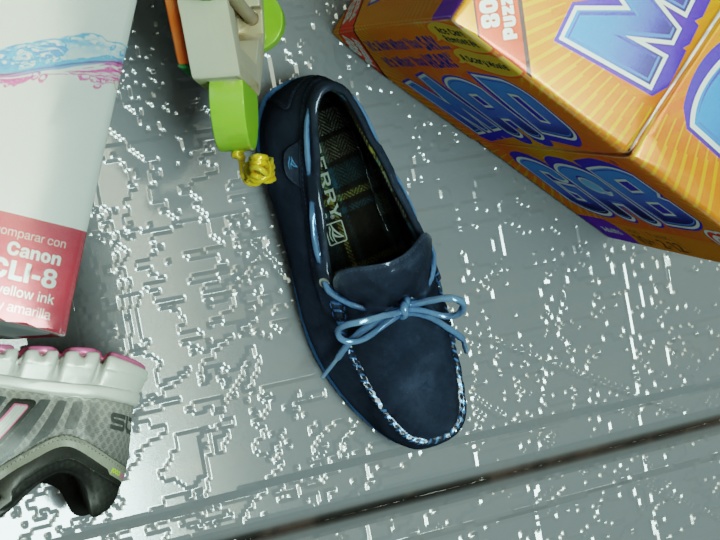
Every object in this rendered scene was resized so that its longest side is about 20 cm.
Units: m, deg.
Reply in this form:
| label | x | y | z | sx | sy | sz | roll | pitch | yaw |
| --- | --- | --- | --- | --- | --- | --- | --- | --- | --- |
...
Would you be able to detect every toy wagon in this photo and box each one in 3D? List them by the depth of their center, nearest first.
| label | x | y | z | sx | sy | sz | roll | pitch | yaw |
| --- | --- | --- | --- | --- | --- | --- | --- | --- | --- |
| toy wagon | -0.064 | -0.139 | 0.779 | 0.040 | 0.155 | 0.200 | -2 | 88 | 5 |

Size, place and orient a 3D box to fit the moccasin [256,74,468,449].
| label | x | y | z | sx | sy | sz | roll | pitch | yaw |
| --- | --- | --- | --- | --- | --- | --- | --- | --- | --- |
| moccasin | 0.000 | 0.000 | 0.838 | 0.080 | 0.068 | 0.200 | -30 | 98 | -21 |

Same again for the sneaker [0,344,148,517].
| label | x | y | z | sx | sy | sz | roll | pitch | yaw |
| --- | --- | --- | --- | --- | --- | --- | --- | --- | --- |
| sneaker | -0.191 | 0.079 | 0.752 | 0.200 | 0.074 | 0.088 | 2 | 80 | -27 |

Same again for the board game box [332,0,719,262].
| label | x | y | z | sx | sy | sz | roll | pitch | yaw |
| --- | --- | --- | --- | --- | --- | --- | --- | --- | --- |
| board game box | 0.142 | -0.141 | 0.816 | 0.200 | 0.200 | 0.200 | 34 | 86 | -17 |

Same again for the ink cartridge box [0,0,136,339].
| label | x | y | z | sx | sy | sz | roll | pitch | yaw |
| --- | --- | --- | --- | --- | --- | --- | --- | --- | --- |
| ink cartridge box | -0.187 | -0.082 | 0.725 | 0.144 | 0.145 | 0.200 | 14 | 82 | -20 |
